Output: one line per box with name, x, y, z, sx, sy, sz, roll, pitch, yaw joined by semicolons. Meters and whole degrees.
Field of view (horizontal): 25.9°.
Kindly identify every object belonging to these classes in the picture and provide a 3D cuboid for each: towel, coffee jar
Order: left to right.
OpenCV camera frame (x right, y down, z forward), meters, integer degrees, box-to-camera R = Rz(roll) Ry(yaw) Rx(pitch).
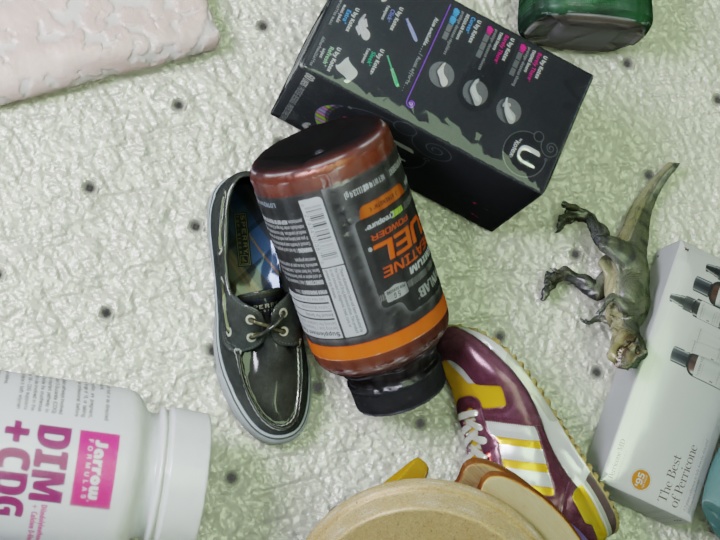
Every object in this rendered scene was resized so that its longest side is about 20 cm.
towel;-0.224;-0.231;1.166;0.198;0.032;0.193;-16;84;-15
coffee jar;0.177;-0.281;1.241;0.103;0.085;0.202;3;78;-13

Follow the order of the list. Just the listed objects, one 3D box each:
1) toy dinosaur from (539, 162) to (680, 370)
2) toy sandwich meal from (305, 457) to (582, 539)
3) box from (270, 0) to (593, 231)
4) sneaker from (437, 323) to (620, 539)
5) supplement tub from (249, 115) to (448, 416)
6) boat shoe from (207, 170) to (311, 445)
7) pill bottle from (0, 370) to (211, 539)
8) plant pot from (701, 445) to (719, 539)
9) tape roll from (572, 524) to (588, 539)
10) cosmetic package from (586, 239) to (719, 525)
toy dinosaur;0.190;-0.008;1.210;0.087;0.048;0.201;12;59;5
toy sandwich meal;0.049;0.211;1.011;0.203;0.070;0.207;2;102;7
box;0.050;-0.129;1.162;0.199;0.122;0.107;27;74;-6
sneaker;0.103;0.135;1.149;0.090;0.075;0.201;-36;87;-17
supplement tub;0.000;0.000;1.110;0.106;0.107;0.202;-26;111;-17
boat shoe;-0.076;0.025;1.136;0.068;0.057;0.202;-9;81;-15
pill bottle;-0.205;0.130;1.056;0.198;0.113;0.115;8;77;-12
plant pot;0.348;0.163;1.144;0.161;0.201;0.201;-39;90;-7
tape roll;0.084;0.257;1.080;0.198;0.085;0.202;0;92;5
cosmetic package;0.241;0.086;1.203;0.082;0.051;0.202;23;75;-7
